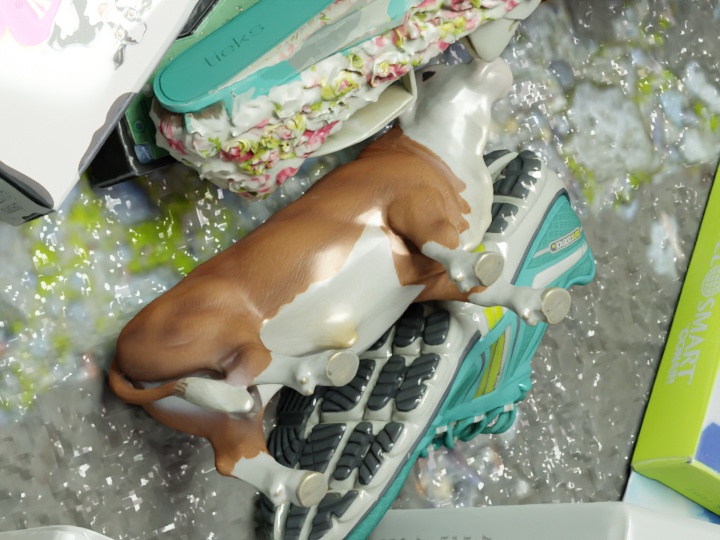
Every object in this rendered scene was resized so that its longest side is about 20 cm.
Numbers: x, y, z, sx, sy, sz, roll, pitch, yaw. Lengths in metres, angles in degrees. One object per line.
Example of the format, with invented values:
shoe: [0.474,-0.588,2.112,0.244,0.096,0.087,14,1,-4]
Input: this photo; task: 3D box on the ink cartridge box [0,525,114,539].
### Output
ink cartridge box: [-0.094,0.207,0.762,0.146,0.086,0.200,29,67,-27]

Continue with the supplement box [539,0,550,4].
supplement box: [0.087,-0.226,0.917,0.200,0.133,0.197,-29,99,-33]

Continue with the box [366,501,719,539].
box: [0.112,0.203,0.847,0.199,0.171,0.200,18,74,-30]

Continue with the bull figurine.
bull figurine: [0.000,0.000,0.830,0.200,0.121,0.065,-40,130,-13]

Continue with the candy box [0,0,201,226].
candy box: [-0.145,-0.140,0.756,0.200,0.072,0.168,36,75,-15]

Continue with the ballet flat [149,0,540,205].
ballet flat: [0.015,-0.093,0.811,0.200,0.076,0.064,-31,127,5]

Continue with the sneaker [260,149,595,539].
sneaker: [0.036,0.041,0.883,0.200,0.077,0.080,-53,123,-26]

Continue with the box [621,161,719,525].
box: [0.197,0.045,1.003,0.122,0.048,0.200,31,67,-26]

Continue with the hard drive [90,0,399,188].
hard drive: [-0.071,-0.146,0.858,0.140,0.038,0.200,-22,95,-34]
